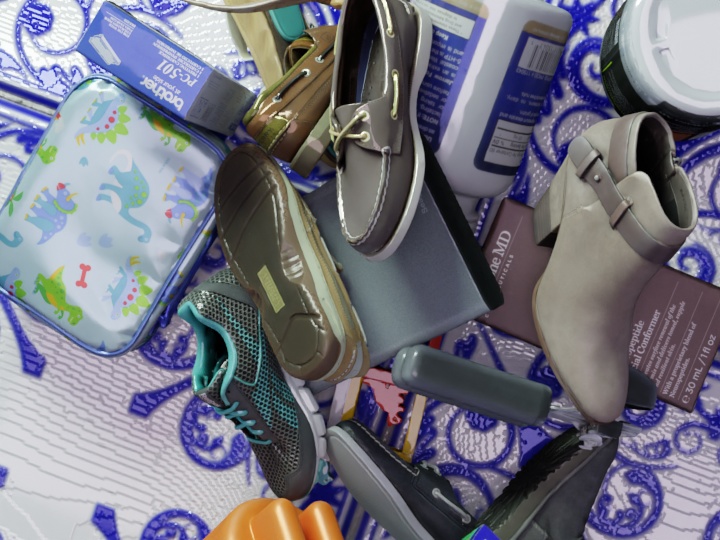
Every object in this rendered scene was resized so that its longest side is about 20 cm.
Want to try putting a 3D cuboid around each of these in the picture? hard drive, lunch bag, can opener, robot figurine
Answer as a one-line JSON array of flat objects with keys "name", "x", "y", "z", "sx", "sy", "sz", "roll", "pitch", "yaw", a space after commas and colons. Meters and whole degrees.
[{"name": "hard drive", "x": 0.000, "y": 0.000, "z": 1.121, "sx": 0.199, "sy": 0.033, "sz": 0.140, "roll": -28, "pitch": 88, "yaw": 37}, {"name": "lunch bag", "x": -0.195, "y": -0.041, "z": 1.178, "sx": 0.160, "sy": 0.082, "sz": 0.201, "roll": 32, "pitch": 97, "yaw": 3}, {"name": "can opener", "x": 0.121, "y": 0.087, "z": 1.100, "sx": 0.198, "sy": 0.053, "sz": 0.067, "roll": 14, "pitch": 78, "yaw": -14}, {"name": "robot figurine", "x": -0.088, "y": 0.257, "z": 1.147, "sx": 0.117, "sy": 0.144, "sz": 0.200, "roll": 45, "pitch": 122, "yaw": 2}]

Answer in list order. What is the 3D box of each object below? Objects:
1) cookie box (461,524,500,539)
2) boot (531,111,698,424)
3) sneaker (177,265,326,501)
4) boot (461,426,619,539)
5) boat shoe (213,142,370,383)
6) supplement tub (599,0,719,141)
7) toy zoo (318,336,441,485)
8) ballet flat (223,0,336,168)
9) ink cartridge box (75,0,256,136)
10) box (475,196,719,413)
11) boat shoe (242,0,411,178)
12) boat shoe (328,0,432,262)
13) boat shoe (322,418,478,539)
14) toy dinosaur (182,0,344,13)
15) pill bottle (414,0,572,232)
[{"name": "cookie box", "x": 0.090, "y": 0.307, "z": 1.111, "sx": 0.171, "sy": 0.200, "sz": 0.075, "roll": 44, "pitch": 50, "yaw": 3}, {"name": "boot", "x": 0.183, "y": -0.006, "z": 1.042, "sx": 0.070, "sy": 0.146, "sz": 0.202, "roll": -5, "pitch": 72, "yaw": -30}, {"name": "sneaker", "x": -0.090, "y": 0.090, "z": 1.135, "sx": 0.077, "sy": 0.091, "sz": 0.202, "roll": -2, "pitch": 107, "yaw": 47}, {"name": "boot", "x": 0.187, "y": 0.241, "z": 1.160, "sx": 0.182, "sy": 0.073, "sz": 0.200, "roll": -41, "pitch": 97, "yaw": -20}, {"name": "boat shoe", "x": -0.048, "y": -0.003, "z": 1.089, "sx": 0.072, "sy": 0.076, "sz": 0.201, "roll": -37, "pitch": 59, "yaw": 30}, {"name": "supplement tub", "x": 0.241, "y": -0.160, "z": 1.085, "sx": 0.121, "sy": 0.200, "sz": 0.124, "roll": 0, "pitch": 91, "yaw": 2}, {"name": "toy zoo", "x": -0.005, "y": 0.076, "z": 1.200, "sx": 0.130, "sy": 0.020, "sz": 0.202, "roll": 14, "pitch": 93, "yaw": 4}, {"name": "ballet flat", "x": -0.063, "y": -0.168, "z": 1.188, "sx": 0.063, "sy": 0.068, "sz": 0.201, "roll": -24, "pitch": 86, "yaw": 37}, {"name": "ink cartridge box", "x": -0.142, "y": -0.148, "z": 1.116, "sx": 0.094, "sy": 0.200, "sz": 0.044, "roll": 33, "pitch": 94, "yaw": 3}, {"name": "box", "x": 0.184, "y": 0.025, "z": 1.159, "sx": 0.199, "sy": 0.075, "sz": 0.101, "roll": 23, "pitch": 93, "yaw": 5}, {"name": "boat shoe", "x": -0.022, "y": -0.160, "z": 1.124, "sx": 0.068, "sy": 0.201, "sz": 0.072, "roll": 33, "pitch": 138, "yaw": -4}, {"name": "boat shoe", "x": 0.007, "y": -0.106, "z": 1.039, "sx": 0.072, "sy": 0.059, "sz": 0.202, "roll": -12, "pitch": 63, "yaw": 44}, {"name": "boat shoe", "x": 0.049, "y": 0.188, "z": 1.171, "sx": 0.060, "sy": 0.076, "sz": 0.200, "roll": -42, "pitch": 102, "yaw": -22}, {"name": "toy dinosaur", "x": -0.026, "y": -0.220, "z": 1.136, "sx": 0.199, "sy": 0.106, "sz": 0.061, "roll": -29, "pitch": 112, "yaw": -29}, {"name": "pill bottle", "x": 0.074, "y": -0.121, "z": 1.136, "sx": 0.119, "sy": 0.120, "sz": 0.201, "roll": 21, "pitch": 103, "yaw": 4}]
